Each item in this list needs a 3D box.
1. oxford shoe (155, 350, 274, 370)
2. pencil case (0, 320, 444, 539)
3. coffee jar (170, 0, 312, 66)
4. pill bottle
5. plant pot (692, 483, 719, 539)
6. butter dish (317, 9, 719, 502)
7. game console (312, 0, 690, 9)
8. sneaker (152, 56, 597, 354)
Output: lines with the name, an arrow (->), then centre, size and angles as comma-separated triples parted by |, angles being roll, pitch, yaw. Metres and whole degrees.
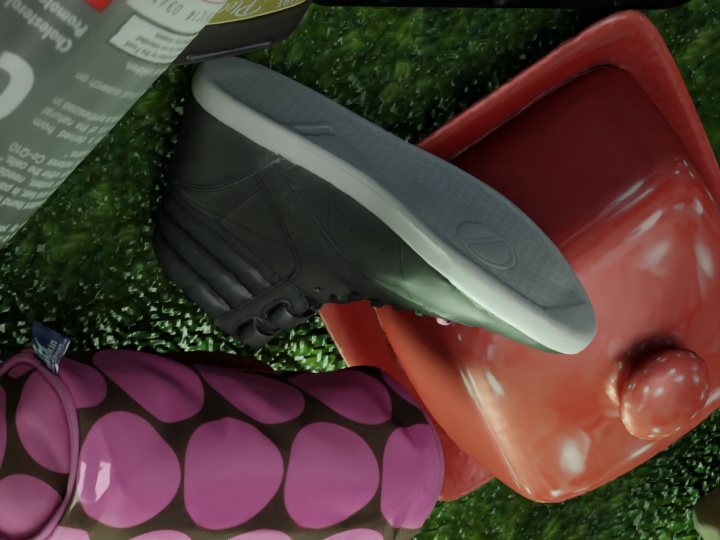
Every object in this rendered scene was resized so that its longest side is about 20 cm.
oxford shoe -> -0.119, 0.080, 1.308 | 0.199, 0.075, 0.071 | -13, 89, -38
pencil case -> -0.065, 0.073, 1.254 | 0.199, 0.094, 0.091 | 8, 118, -39
coffee jar -> -0.047, -0.166, 1.129 | 0.104, 0.086, 0.200 | -13, 148, -31
pill bottle -> -0.144, -0.071, 1.052 | 0.200, 0.114, 0.114 | -46, 132, 15
plant pot -> 0.273, 0.128, 1.494 | 0.183, 0.201, 0.201 | -31, 131, 5
butter dish -> 0.103, 0.022, 1.336 | 0.199, 0.148, 0.201 | -35, 130, -8
game console -> 0.101, -0.132, 1.215 | 0.199, 0.176, 0.117 | -2, 116, -25
sneaker -> 0.000, 0.000, 1.264 | 0.100, 0.199, 0.071 | -62, 173, 27
